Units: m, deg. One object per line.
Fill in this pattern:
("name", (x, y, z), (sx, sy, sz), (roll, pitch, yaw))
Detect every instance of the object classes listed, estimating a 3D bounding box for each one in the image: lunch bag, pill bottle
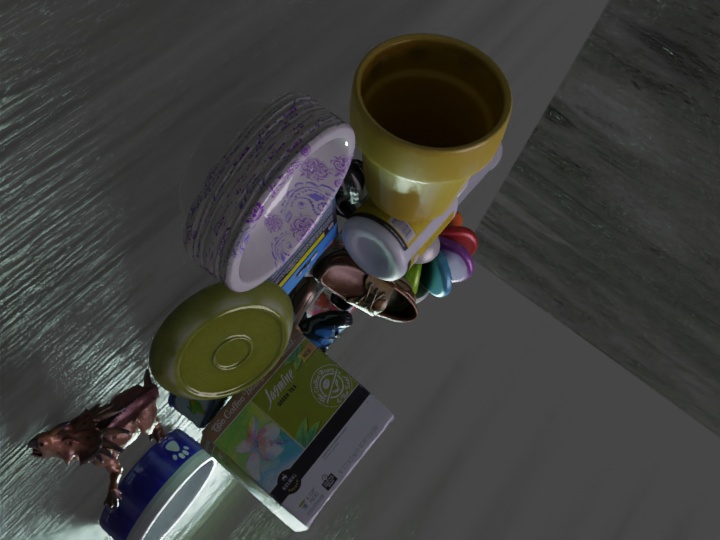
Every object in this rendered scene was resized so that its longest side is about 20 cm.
("lunch bag", (-0.189, 0.130, 1.263), (0.200, 0.082, 0.161), (-40, 162, -55))
("pill bottle", (0.071, -0.087, 1.250), (0.200, 0.112, 0.112), (-47, 169, -30))

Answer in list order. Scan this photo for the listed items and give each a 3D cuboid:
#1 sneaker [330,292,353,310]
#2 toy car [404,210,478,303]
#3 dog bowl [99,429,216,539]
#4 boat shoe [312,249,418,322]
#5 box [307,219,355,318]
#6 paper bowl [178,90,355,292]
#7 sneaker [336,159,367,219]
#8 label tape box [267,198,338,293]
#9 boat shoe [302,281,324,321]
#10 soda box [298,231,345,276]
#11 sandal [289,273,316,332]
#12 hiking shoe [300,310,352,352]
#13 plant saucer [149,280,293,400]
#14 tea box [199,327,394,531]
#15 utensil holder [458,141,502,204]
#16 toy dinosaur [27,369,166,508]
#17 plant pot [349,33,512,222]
("sneaker", (0.000, 0.000, 1.372), (0.088, 0.073, 0.200), (-56, 178, -36))
("toy car", (0.135, -0.033, 1.549), (0.176, 0.149, 0.201), (98, 10, -50))
("dog bowl", (-0.328, 0.362, 1.408), (0.201, 0.079, 0.200), (-53, 171, -12))
("boat shoe", (0.019, 0.028, 1.303), (0.199, 0.074, 0.076), (19, 118, -41))
("box", (-0.029, 0.008, 1.576), (0.201, 0.095, 0.100), (-53, 171, -9))
("paper bowl", (-0.102, -0.087, 0.860), (0.201, 0.104, 0.201), (-52, 171, -12))
("sneaker", (-0.021, -0.135, 1.249), (0.200, 0.073, 0.081), (91, 21, -81))
("label tape box", (-0.097, -0.049, 1.136), (0.144, 0.063, 0.200), (-50, 169, -14))
("boat shoe", (-0.120, 0.080, 1.474), (0.201, 0.065, 0.074), (-58, 170, 25))
("soda box", (-0.068, -0.034, 1.339), (0.069, 0.063, 0.200), (-55, 170, 7))
("sandal", (-0.109, 0.073, 1.373), (0.200, 0.054, 0.081), (-48, -139, 44))
("hiking shoe", (-0.081, 0.135, 1.430), (0.199, 0.087, 0.074), (-34, 158, 30))
("plant saucer", (-0.168, 0.097, 1.098), (0.199, 0.031, 0.201), (-21, 137, -22))
("tea box", (-0.094, 0.230, 1.239), (0.200, 0.196, 0.134), (-49, 176, -21))
("utensil holder", (0.109, -0.169, 1.426), (0.200, 0.170, 0.170), (-48, 169, -19))
("toy dinosaur", (-0.280, 0.175, 0.997), (0.200, 0.085, 0.136), (-53, 166, -45))
("plant pot", (0.080, -0.169, 1.123), (0.201, 0.200, 0.189), (-48, 162, -30))
